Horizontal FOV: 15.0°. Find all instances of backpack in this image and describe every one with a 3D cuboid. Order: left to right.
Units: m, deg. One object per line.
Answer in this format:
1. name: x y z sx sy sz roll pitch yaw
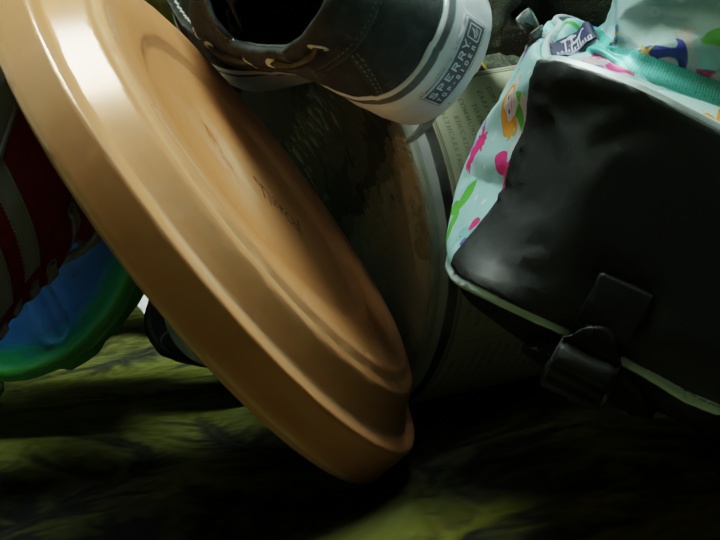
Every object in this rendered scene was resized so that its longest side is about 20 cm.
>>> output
1. backpack: 0.119 -0.020 0.828 0.177 0.151 0.200 24 2 0

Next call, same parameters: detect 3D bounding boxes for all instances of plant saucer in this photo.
1. plant saucer: -0.044 -0.021 0.874 0.032 0.200 0.200 -36 3 9

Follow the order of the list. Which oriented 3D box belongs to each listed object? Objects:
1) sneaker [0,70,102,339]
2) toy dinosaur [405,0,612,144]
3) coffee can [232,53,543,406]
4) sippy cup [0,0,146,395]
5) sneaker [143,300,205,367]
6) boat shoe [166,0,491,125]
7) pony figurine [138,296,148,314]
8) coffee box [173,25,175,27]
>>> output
1. sneaker: -0.131 0.000 0.940 0.071 0.201 0.112 13 -10 33
2. toy dinosaur: 0.095 -0.106 0.940 0.199 0.077 0.102 -3 -32 -35
3. coffee can: 0.067 -0.033 1.025 0.199 0.147 0.146 -11 9 -32
4. sippy cup: -0.123 -0.035 1.077 0.177 0.140 0.130 -25 2 21
5. sneaker: 0.000 0.000 1.120 0.199 0.081 0.086 -4 -5 -26
6. boat shoe: -0.025 -0.096 0.913 0.057 0.069 0.200 26 -2 -29
7. pony figurine: -0.167 -0.047 1.278 0.200 0.194 0.166 -28 -24 32
8. coffee box: -0.180 -0.077 1.401 0.200 0.123 0.044 -40 27 41
